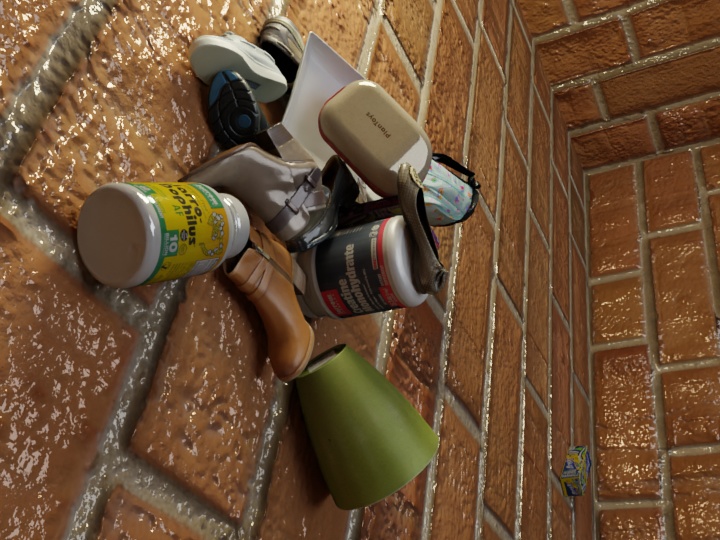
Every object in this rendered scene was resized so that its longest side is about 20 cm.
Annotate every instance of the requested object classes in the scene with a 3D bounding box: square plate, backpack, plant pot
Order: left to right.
[{"bbox_3d":[-0.054,-0.254,1.265,0.198,0.028,0.202,30,71,-46],"label":"square plate"},{"bbox_3d":[-0.011,0.221,1.158,0.201,0.186,0.187,58,30,-7],"label":"plant pot"},{"bbox_3d":[0.141,-0.166,1.603,0.199,0.166,0.128,28,61,-50],"label":"backpack"}]

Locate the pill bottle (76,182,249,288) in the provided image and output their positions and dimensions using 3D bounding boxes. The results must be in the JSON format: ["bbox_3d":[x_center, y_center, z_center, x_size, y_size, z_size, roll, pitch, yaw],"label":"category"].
[{"bbox_3d":[-0.219,-0.046,0.892,0.200,0.112,0.114,-12,91,-63],"label":"pill bottle"}]

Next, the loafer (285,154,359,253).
[{"bbox_3d":[-0.068,-0.103,1.188,0.201,0.072,0.073,-61,138,-46],"label":"loafer"}]

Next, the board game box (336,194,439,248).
[{"bbox_3d":[0.017,-0.060,1.261,0.120,0.198,0.033,50,39,-42],"label":"board game box"}]

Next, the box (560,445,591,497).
[{"bbox_3d":[0.697,0.646,2.470,0.200,0.064,0.071,-38,113,-60],"label":"box"}]

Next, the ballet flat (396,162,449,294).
[{"bbox_3d":[0.094,-0.065,1.140,0.067,0.046,0.202,-1,79,-63],"label":"ballet flat"}]

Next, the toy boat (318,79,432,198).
[{"bbox_3d":[0.020,-0.200,1.248,0.130,0.131,0.200,-42,86,-19],"label":"toy boat"}]

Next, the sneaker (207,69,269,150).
[{"bbox_3d":[-0.165,-0.199,1.123,0.082,0.072,0.201,-87,160,-61],"label":"sneaker"}]

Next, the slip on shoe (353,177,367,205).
[{"bbox_3d":[-0.026,-0.128,1.339,0.061,0.075,0.202,-71,153,-79],"label":"slip on shoe"}]

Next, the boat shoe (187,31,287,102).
[{"bbox_3d":[-0.185,-0.307,1.122,0.200,0.070,0.072,10,51,-60],"label":"boat shoe"}]

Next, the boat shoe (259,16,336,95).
[{"bbox_3d":[-0.107,-0.321,1.274,0.200,0.074,0.074,50,47,-30],"label":"boat shoe"}]

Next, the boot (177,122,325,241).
[{"bbox_3d":[-0.136,-0.107,1.056,0.199,0.070,0.147,-34,108,-27],"label":"boot"}]

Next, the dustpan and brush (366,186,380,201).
[{"bbox_3d":[0.017,-0.159,1.440,0.201,0.057,0.140,55,-8,22],"label":"dustpan and brush"}]

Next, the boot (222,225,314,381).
[{"bbox_3d":[-0.130,0.040,1.069,0.155,0.076,0.202,47,38,-49],"label":"boot"}]

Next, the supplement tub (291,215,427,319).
[{"bbox_3d":[0.000,0.000,1.204,0.140,0.198,0.142,33,51,-54],"label":"supplement tub"}]
